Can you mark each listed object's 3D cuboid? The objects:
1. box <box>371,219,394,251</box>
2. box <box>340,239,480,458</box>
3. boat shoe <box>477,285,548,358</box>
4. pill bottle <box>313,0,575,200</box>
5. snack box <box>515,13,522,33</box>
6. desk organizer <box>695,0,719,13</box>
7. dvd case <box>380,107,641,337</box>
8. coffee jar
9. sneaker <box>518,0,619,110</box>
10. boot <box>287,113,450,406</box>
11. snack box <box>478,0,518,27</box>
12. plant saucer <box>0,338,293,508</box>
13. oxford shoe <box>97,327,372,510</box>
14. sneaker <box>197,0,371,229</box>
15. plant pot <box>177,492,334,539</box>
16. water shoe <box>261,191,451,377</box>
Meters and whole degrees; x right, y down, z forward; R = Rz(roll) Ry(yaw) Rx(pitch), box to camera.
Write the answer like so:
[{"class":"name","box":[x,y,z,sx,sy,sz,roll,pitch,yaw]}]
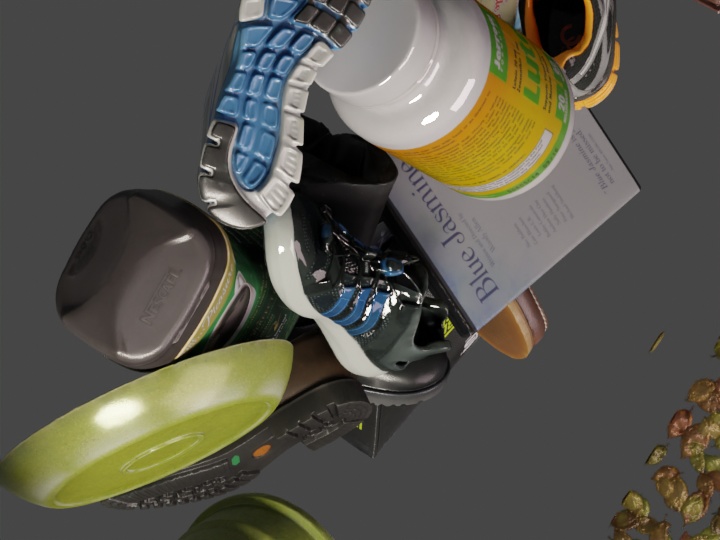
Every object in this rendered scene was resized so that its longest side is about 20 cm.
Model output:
[{"class":"box","box":[-0.006,0.005,1.652,0.200,0.044,0.160,-32,149,-54]},{"class":"box","box":[0.057,0.021,1.695,0.200,0.048,0.193,-47,156,-30]},{"class":"boat shoe","box":[0.074,-0.031,1.569,0.070,0.200,0.070,-44,-166,-28]},{"class":"pill bottle","box":[0.048,-0.121,1.390,0.111,0.111,0.200,-59,148,4]},{"class":"snack box","box":[0.130,-0.214,1.638,0.200,0.037,0.116,-56,160,-6]},{"class":"desk organizer","box":[0.172,-0.259,1.440,0.072,0.200,0.077,-50,158,-22]},{"class":"dvd case","box":[0.098,-0.064,1.541,0.200,0.143,0.018,-39,-171,-33]},{"class":"coffee jar","box":[-0.106,0.012,1.331,0.104,0.085,0.200,-60,163,3]},{"class":"sneaker","box":[0.143,-0.215,1.524,0.077,0.078,0.200,12,71,-68]},{"class":"boot","box":[-0.003,-0.006,1.470,0.066,0.165,0.200,-81,-176,-47]},{"class":"snack box","box":[0.056,-0.193,1.457,0.116,0.037,0.200,-29,151,-23]},{"class":"plant saucer","box":[-0.127,0.100,1.347,0.200,0.031,0.200,-25,167,-6]},{"class":"oxford shoe","box":[-0.094,0.101,1.481,0.200,0.084,0.073,-26,158,8]},{"class":"sneaker","box":[-0.056,-0.125,1.298,0.200,0.075,0.087,-67,-162,-1]},{"class":"plant pot","box":[-0.124,0.281,1.597,0.184,0.200,0.200,-14,134,-49]},{"class":"water shoe","box":[0.000,0.000,1.368,0.200,0.079,0.072,51,29,-58]}]
